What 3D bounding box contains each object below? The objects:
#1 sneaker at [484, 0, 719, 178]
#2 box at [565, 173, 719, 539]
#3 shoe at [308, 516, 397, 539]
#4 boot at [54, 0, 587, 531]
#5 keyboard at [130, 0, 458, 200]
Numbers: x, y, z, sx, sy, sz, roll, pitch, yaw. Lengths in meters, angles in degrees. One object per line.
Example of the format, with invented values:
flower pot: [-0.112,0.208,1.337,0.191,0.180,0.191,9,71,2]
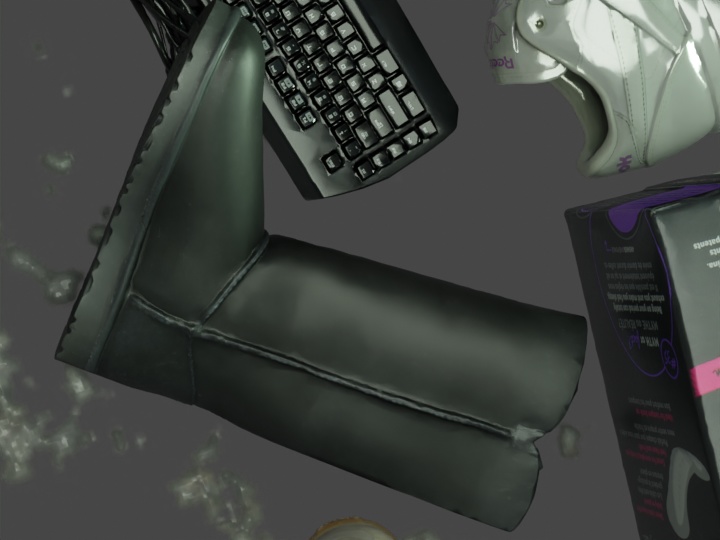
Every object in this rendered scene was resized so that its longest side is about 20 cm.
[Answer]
sneaker: [0.083,-0.131,1.095,0.099,0.075,0.200,-30,96,-11]
box: [0.168,0.060,1.083,0.106,0.122,0.201,-14,94,-12]
shoe: [0.018,0.200,1.098,0.070,0.053,0.201,-19,94,-10]
boot: [0.000,0.001,1.072,0.199,0.066,0.165,22,112,-7]
keyboard: [-0.046,-0.118,1.088,0.104,0.040,0.200,-34,96,-10]
